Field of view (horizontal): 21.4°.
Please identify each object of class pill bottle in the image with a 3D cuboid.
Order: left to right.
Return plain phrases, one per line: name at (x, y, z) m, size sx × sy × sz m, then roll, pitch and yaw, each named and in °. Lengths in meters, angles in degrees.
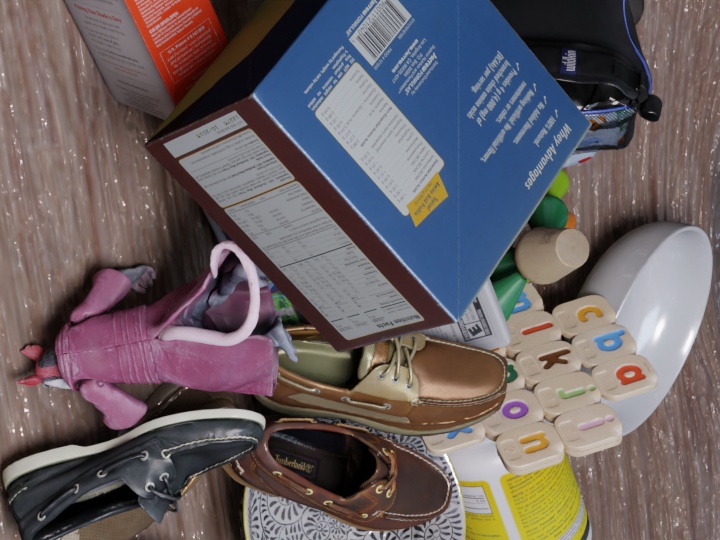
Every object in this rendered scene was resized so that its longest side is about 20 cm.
pill bottle at (0.121, 0.168, 1.625) m, size 0.112 × 0.112 × 0.200 m, roll -37°, pitch 126°, yaw -22°

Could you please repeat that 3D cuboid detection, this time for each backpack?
backpack at (0.107, -0.162, 1.453) m, size 0.190 × 0.201 × 0.154 m, roll -6°, pitch 150°, yaw -12°

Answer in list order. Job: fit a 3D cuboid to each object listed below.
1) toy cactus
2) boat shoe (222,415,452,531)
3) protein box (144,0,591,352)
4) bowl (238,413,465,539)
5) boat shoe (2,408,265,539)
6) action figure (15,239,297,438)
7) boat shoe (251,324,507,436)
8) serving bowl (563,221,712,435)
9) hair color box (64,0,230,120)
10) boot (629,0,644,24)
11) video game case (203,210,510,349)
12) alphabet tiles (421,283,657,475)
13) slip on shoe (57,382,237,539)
toy cactus at (0.125, -0.016, 1.537) m, size 0.200 × 0.165 × 0.102 m, roll -46°, pitch 102°, yaw -24°
boat shoe at (-0.008, 0.154, 1.440) m, size 0.200 × 0.070 × 0.071 m, roll 14°, pitch 71°, yaw -31°
protein box at (0.009, -0.090, 1.262) m, size 0.200 × 0.135 × 0.199 m, roll 48°, pitch 57°, yaw -19°
bowl at (-0.024, 0.201, 1.517) m, size 0.200 × 0.094 × 0.201 m, roll 8°, pitch 75°, yaw -29°
boat shoe at (-0.159, 0.152, 1.362) m, size 0.199 × 0.066 × 0.075 m, roll -13°, pitch 153°, yaw 5°
action figure at (-0.150, 0.059, 1.342) m, size 0.199 × 0.149 × 0.134 m, roll -13°, pitch 87°, yaw 4°
boat shoe at (0.012, 0.078, 1.441) m, size 0.074 × 0.199 × 0.076 m, roll 89°, pitch 2°, yaw -62°
serving bowl at (0.234, 0.043, 1.682) m, size 0.200 × 0.066 × 0.201 m, roll -38°, pitch 141°, yaw -39°
hair color box at (-0.160, -0.201, 1.278) m, size 0.061 × 0.101 × 0.200 m, roll -40°, pitch 127°, yaw -21°
boot at (0.221, -0.252, 1.508) m, size 0.069 × 0.174 × 0.200 m, roll -48°, pitch 128°, yaw -14°
video game case at (0.000, 0.000, 1.458) m, size 0.182 × 0.023 × 0.200 m, roll -16°, pitch 124°, yaw 12°
alphabet tiles at (0.129, 0.084, 1.535) m, size 0.195 × 0.200 × 0.015 m, roll -17°, pitch 131°, yaw -10°
slip on shoe at (-0.168, 0.164, 1.431) m, size 0.200 × 0.061 × 0.076 m, roll -46°, pitch 128°, yaw -16°
